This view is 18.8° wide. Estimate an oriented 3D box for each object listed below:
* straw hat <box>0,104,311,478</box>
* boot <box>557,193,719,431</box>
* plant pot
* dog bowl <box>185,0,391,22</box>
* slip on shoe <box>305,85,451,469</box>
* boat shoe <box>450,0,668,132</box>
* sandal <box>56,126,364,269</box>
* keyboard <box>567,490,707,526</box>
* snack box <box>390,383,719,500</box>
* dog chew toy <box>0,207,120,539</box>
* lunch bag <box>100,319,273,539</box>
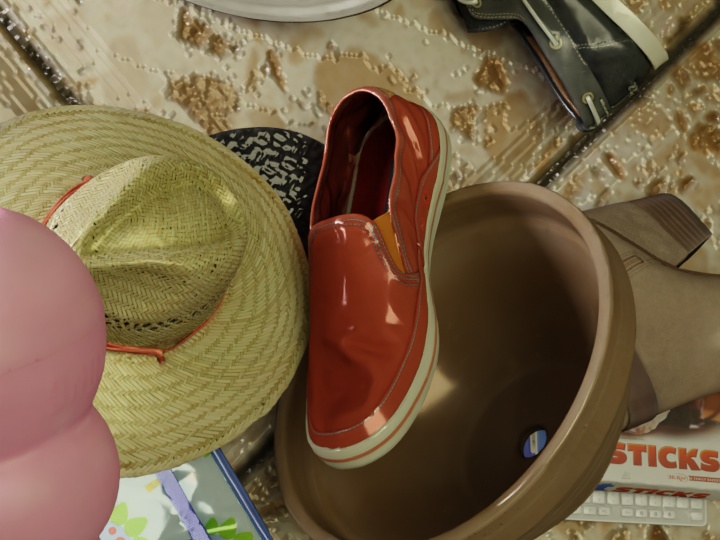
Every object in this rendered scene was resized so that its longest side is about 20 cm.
[{"bbox_3d":[-0.100,-0.010,1.004,0.199,0.085,0.203,9,66,-21],"label":"straw hat"},{"bbox_3d":[0.167,0.045,1.149,0.200,0.070,0.146,42,52,18],"label":"boot"},{"bbox_3d":[0.062,0.066,1.056,0.093,0.200,0.202,37,72,-38],"label":"plant pot"},{"bbox_3d":[-0.051,-0.210,1.061,0.199,0.200,0.074,24,59,-16],"label":"dog bowl"},{"bbox_3d":[0.000,0.000,1.045,0.061,0.074,0.202,36,52,-42],"label":"slip on shoe"},{"bbox_3d":[0.072,-0.160,1.162,0.200,0.072,0.068,43,97,-6],"label":"boat shoe"},{"bbox_3d":[-0.093,-0.028,1.105,0.198,0.045,0.076,-5,82,-9],"label":"sandal"},{"bbox_3d":[0.098,0.105,1.173,0.198,0.011,0.057,5,83,-20],"label":"keyboard"},{"bbox_3d":[0.106,0.079,1.163,0.198,0.024,0.073,6,70,-19],"label":"snack box"},{"bbox_3d":[-0.157,0.078,0.922,0.124,0.124,0.202,-18,105,-20],"label":"dog chew toy"},{"bbox_3d":[-0.129,0.132,1.053,0.160,0.082,0.201,-30,96,-23],"label":"lunch bag"}]
